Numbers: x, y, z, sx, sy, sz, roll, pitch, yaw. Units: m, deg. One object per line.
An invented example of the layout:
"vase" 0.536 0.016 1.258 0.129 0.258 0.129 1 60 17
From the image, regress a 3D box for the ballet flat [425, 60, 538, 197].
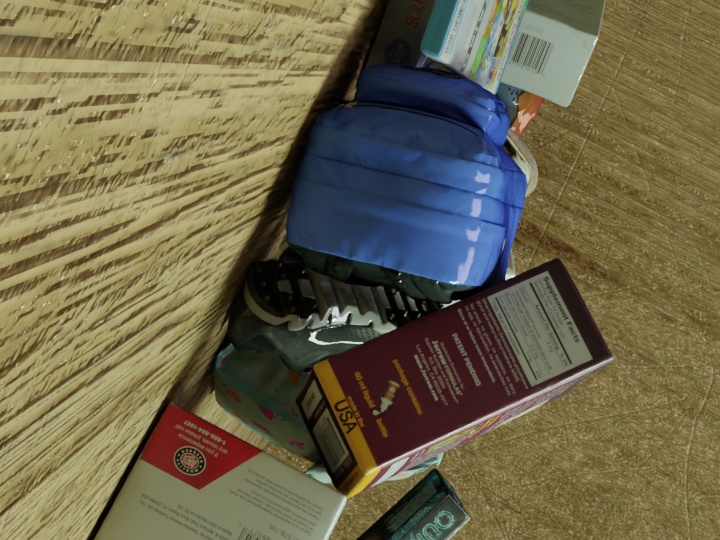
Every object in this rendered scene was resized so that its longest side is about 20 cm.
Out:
"ballet flat" 0.103 -0.099 1.231 0.068 0.200 0.067 -26 -131 17

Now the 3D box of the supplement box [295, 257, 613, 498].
"supplement box" 0.064 0.078 1.035 0.199 0.086 0.110 -23 168 -16

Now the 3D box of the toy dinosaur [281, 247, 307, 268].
"toy dinosaur" 0.000 0.000 1.301 0.102 0.135 0.200 -63 178 -1

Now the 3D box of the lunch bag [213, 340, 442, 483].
"lunch bag" -0.023 0.116 1.246 0.122 0.200 0.170 -54 177 -15

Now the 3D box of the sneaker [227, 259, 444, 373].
"sneaker" -0.021 0.042 1.147 0.091 0.199 0.067 -48 -133 39

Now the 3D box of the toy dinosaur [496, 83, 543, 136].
"toy dinosaur" 0.130 -0.142 1.340 0.105 0.199 0.182 56 27 -70

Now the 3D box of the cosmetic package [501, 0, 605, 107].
"cosmetic package" 0.162 -0.248 1.301 0.200 0.112 0.081 -68 178 -49

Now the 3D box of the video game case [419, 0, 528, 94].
"video game case" 0.097 -0.212 1.068 0.200 0.018 0.144 3 106 -73

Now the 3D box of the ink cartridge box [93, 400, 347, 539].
"ink cartridge box" -0.120 0.222 1.041 0.201 0.145 0.145 -61 179 -13

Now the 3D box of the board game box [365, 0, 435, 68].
"board game box" 0.073 -0.252 1.135 0.200 0.041 0.200 -61 178 -26

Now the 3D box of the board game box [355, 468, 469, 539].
"board game box" 0.000 0.242 1.142 0.200 0.028 0.135 -42 -178 0

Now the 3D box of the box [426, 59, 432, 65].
"box" 0.038 -0.163 1.353 0.159 0.048 0.200 -62 178 -16

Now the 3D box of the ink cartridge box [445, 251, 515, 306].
"ink cartridge box" 0.080 -0.016 1.416 0.200 0.084 0.146 -89 -160 -53

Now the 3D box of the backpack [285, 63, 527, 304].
"backpack" 0.031 -0.064 1.046 0.200 0.162 0.169 -18 116 -75
